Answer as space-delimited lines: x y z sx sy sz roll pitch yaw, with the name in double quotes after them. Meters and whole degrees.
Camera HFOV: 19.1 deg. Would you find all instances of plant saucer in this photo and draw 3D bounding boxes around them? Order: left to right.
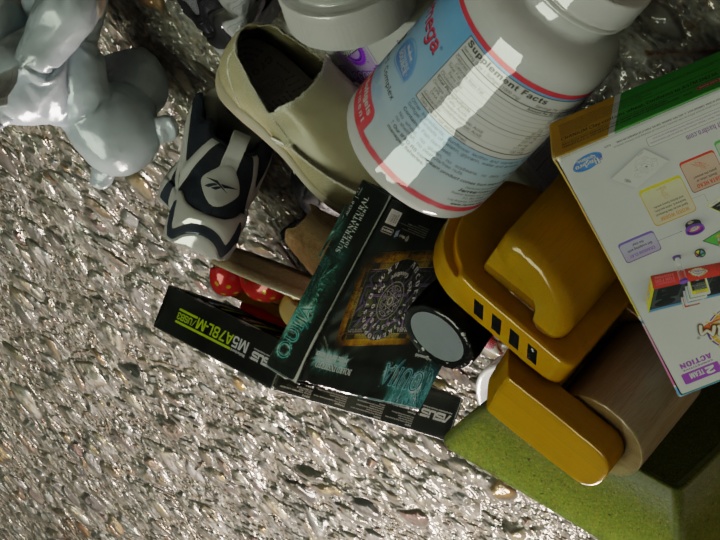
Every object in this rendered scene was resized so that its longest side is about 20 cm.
0.194 0.104 1.489 0.200 0.200 0.048 30 133 26 "plant saucer"

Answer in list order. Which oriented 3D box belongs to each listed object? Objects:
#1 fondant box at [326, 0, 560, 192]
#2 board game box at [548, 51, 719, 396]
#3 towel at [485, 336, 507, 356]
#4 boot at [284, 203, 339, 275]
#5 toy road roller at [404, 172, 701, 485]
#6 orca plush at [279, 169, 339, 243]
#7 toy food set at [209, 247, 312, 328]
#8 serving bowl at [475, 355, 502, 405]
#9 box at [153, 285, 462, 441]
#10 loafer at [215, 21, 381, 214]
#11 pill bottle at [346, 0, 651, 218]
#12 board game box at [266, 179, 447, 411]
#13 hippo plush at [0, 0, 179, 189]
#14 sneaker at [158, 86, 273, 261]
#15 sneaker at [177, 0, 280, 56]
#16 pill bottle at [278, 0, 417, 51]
0.074 -0.107 1.474 0.144 0.058 0.200 5 135 53 "fondant box"
0.223 -0.031 1.290 0.153 0.040 0.200 -22 122 14 "board game box"
0.040 -0.033 1.613 0.200 0.030 0.146 55 177 -30 "towel"
0.000 0.000 1.520 0.075 0.074 0.200 36 174 19 "boot"
0.137 0.025 1.382 0.200 0.123 0.146 40 148 6 "toy road roller"
-0.040 -0.055 1.625 0.105 0.071 0.200 54 177 -9 "orca plush"
-0.032 0.034 1.762 0.200 0.049 0.198 21 180 30 "toy food set"
0.188 0.121 1.646 0.200 0.066 0.200 35 157 17 "serving bowl"
-0.046 0.078 1.810 0.200 0.048 0.193 20 -176 -39 "box"
-0.026 -0.103 1.474 0.200 0.076 0.068 35 161 21 "loafer"
0.086 -0.129 1.302 0.109 0.109 0.200 43 129 -1 "pill bottle"
0.021 0.022 1.427 0.028 0.135 0.200 30 -176 26 "board game box"
-0.214 -0.156 1.719 0.161 0.200 0.159 33 128 -25 "hippo plush"
-0.112 -0.096 1.750 0.079 0.130 0.199 23 -166 -4 "sneaker"
-0.109 -0.231 1.520 0.114 0.076 0.200 37 157 6 "sneaker"
-0.028 -0.243 1.344 0.109 0.110 0.200 24 148 35 "pill bottle"
